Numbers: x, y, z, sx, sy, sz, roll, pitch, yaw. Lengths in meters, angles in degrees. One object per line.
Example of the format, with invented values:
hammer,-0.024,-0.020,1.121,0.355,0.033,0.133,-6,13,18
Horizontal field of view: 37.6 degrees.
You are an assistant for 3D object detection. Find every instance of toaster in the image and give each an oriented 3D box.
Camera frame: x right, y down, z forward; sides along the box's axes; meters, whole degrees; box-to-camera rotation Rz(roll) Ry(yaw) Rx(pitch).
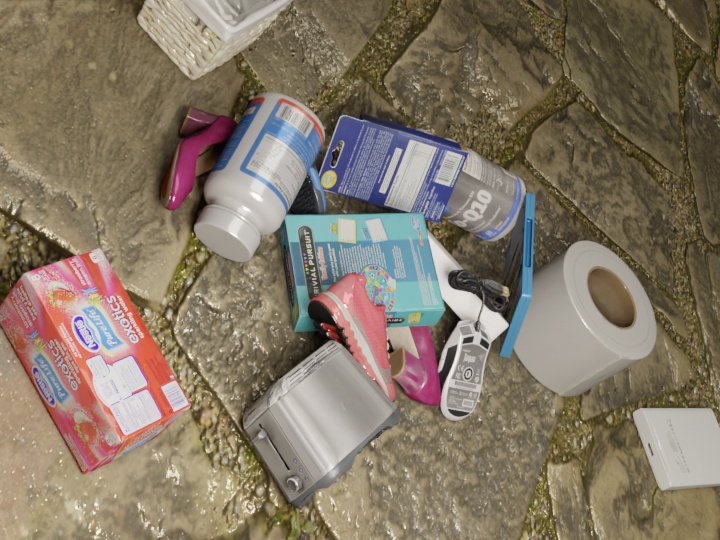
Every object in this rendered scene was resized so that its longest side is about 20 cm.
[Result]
toaster,-0.044,0.172,1.244,0.130,0.114,0.199,51,43,4

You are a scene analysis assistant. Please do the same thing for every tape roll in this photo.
tape roll,0.341,0.074,1.638,0.201,0.139,0.205,23,47,-28

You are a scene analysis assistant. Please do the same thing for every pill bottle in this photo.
pill bottle,-0.132,-0.117,1.345,0.112,0.112,0.202,35,65,-17
pill bottle,0.149,-0.133,1.632,0.198,0.114,0.115,24,48,-27

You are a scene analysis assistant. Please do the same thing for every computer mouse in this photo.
computer mouse,0.142,0.105,1.458,0.109,0.044,0.203,16,89,-39

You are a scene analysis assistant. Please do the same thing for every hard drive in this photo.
hard drive,0.539,0.292,1.745,0.198,0.026,0.134,7,58,-39

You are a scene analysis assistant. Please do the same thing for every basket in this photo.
basket,-0.202,-0.377,1.485,0.136,0.123,0.200,47,41,-4

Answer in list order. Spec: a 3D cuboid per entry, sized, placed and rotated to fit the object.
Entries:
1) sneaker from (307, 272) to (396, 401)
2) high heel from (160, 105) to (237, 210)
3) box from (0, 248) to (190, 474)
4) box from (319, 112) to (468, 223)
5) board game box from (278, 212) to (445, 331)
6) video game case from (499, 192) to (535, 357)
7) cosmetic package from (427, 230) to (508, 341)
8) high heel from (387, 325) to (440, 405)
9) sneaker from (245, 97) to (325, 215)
sneaker,0.012,0.087,1.321,0.087,0.073,0.202,-45,130,-25
high heel,-0.195,-0.137,1.358,0.095,0.068,0.202,22,45,-14
box,-0.280,0.093,1.101,0.099,0.095,0.201,-24,78,-48
box,0.043,-0.150,1.522,0.197,0.122,0.033,15,27,-17
board game box,0.000,0.000,1.403,0.197,0.047,0.153,-2,60,-17
video game case,0.232,0.006,1.562,0.018,0.144,0.202,10,49,0
cosmetic package,0.130,0.014,1.532,0.200,0.051,0.083,48,4,-5
high heel,0.078,0.087,1.458,0.096,0.067,0.202,40,33,-36
sneaker,-0.086,-0.160,1.478,0.078,0.066,0.202,-12,70,-49
